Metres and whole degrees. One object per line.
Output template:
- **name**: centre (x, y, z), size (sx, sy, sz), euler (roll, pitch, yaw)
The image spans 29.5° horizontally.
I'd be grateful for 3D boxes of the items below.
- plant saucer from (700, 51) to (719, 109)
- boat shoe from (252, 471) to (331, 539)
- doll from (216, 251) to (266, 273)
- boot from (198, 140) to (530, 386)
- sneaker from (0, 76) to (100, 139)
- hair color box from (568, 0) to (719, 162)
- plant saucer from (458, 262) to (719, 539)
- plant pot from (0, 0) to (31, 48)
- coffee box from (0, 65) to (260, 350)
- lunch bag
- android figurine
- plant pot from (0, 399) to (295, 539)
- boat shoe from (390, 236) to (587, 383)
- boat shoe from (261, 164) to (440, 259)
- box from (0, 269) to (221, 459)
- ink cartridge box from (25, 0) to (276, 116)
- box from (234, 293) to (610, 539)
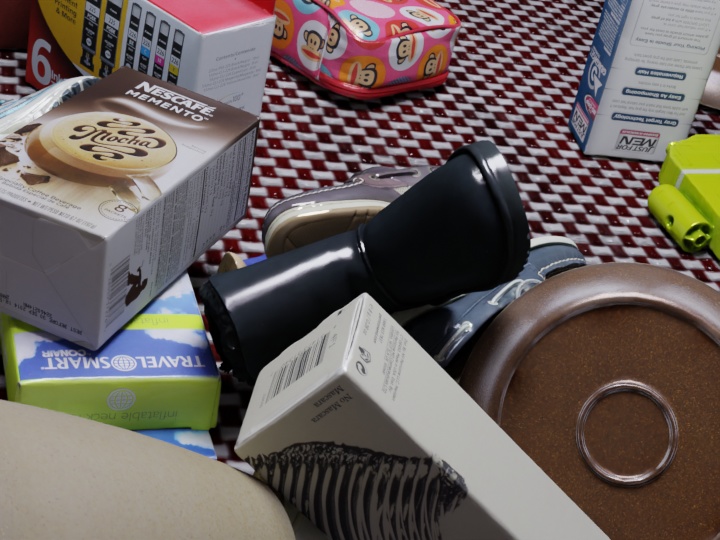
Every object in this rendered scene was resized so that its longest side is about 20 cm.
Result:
- **plant saucer**: centre (0.385, -0.222, 1.451), size (0.197, 0.032, 0.201), euler (8, 33, -5)
- **boat shoe**: centre (-0.020, 0.118, 0.763), size (0.066, 0.074, 0.200), euler (37, 25, -6)
- **doll**: centre (0.000, 0.000, 0.959), size (0.198, 0.049, 0.137), euler (-8, 42, -31)
- **boot**: centre (-0.005, 0.005, 0.783), size (0.166, 0.200, 0.077), euler (-21, 83, -16)
- **sneaker**: centre (-0.259, -0.100, 0.990), size (0.085, 0.079, 0.200), euler (21, 33, 17)
- **hair color box**: centre (0.262, -0.201, 1.220), size (0.098, 0.202, 0.061), euler (5, 32, -14)
- **plant saucer**: centre (0.148, 0.092, 0.762), size (0.198, 0.203, 0.032), euler (20, -7, 11)
- **plant pot**: centre (-0.339, -0.298, 1.164), size (0.197, 0.178, 0.201), euler (-4, 35, -25)
- **coffee box**: centre (-0.157, -0.047, 0.855), size (0.112, 0.081, 0.200), euler (20, 32, 13)
- **lunch bag**: centre (-0.006, -0.240, 1.291), size (0.175, 0.083, 0.199), euler (-18, 44, -40)
- **android figurine**: centre (0.333, -0.055, 1.176), size (0.179, 0.041, 0.201), euler (-3, 39, -23)
- **plant pot**: centre (-0.129, 0.142, 0.600), size (0.198, 0.189, 0.187), euler (4, 31, -40)
- **boat shoe**: centre (0.093, 0.034, 0.920), size (0.198, 0.076, 0.062), euler (-21, 44, -40)
- **boat shoe**: centre (0.013, -0.036, 0.915), size (0.198, 0.072, 0.065), euler (-7, 47, -34)
- **box**: centre (-0.161, 0.037, 0.845), size (0.120, 0.048, 0.201), euler (0, 34, -20)
- **ink cartridge box**: centre (-0.167, -0.193, 1.071), size (0.199, 0.178, 0.083), euler (33, 37, 29)
- **box**: centre (0.036, 0.114, 0.682), size (0.200, 0.082, 0.069), euler (44, 28, -17)
